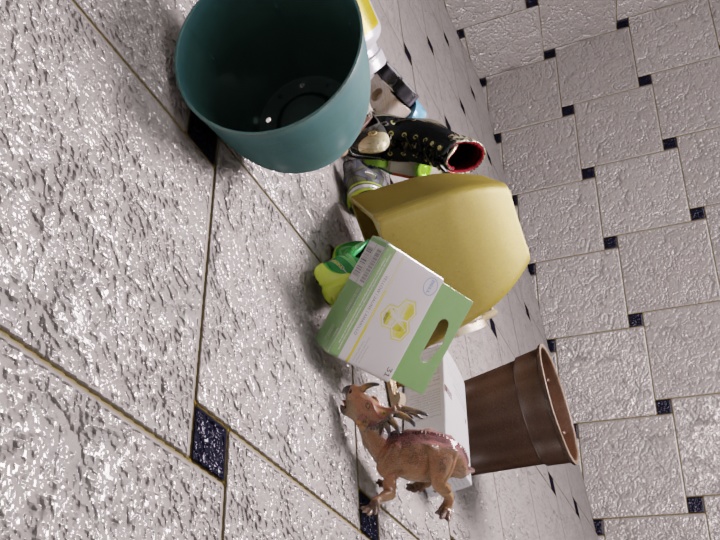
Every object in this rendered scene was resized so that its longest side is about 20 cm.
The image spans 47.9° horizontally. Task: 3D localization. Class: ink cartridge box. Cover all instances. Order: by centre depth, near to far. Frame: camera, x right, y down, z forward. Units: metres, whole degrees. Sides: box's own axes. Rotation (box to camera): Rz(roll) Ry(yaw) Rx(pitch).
[{"bbox_3d":[0.056,0.067,0.999,0.199,0.147,0.048,31,-1,-34],"label":"ink cartridge box"}]

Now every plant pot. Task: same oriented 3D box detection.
[{"bbox_3d":[-0.078,-0.198,0.875,0.161,0.197,0.204,59,18,-67],"label":"plant pot"},{"bbox_3d":[0.120,-0.040,1.146,0.194,0.198,0.198,-130,-163,-73],"label":"plant pot"},{"bbox_3d":[0.241,0.247,1.363,0.200,0.196,0.203,-18,90,-72],"label":"plant pot"}]

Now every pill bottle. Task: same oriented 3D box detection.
[{"bbox_3d":[-0.033,-0.423,1.347,0.113,0.111,0.202,-79,146,-57],"label":"pill bottle"}]

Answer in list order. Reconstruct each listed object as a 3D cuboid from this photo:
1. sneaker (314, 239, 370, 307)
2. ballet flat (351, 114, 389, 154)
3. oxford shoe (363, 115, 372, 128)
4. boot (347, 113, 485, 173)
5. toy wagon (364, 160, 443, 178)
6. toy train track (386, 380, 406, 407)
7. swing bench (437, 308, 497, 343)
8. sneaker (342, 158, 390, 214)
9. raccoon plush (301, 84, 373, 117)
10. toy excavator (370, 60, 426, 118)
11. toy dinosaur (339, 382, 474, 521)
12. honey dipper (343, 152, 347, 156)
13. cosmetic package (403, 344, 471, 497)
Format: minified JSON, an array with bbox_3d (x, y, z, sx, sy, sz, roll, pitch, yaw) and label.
[{"bbox_3d":[0.000,0.000,1.064,0.200,0.082,0.075,-52,122,-74],"label":"sneaker"},{"bbox_3d":[-0.009,-0.238,1.251,0.201,0.065,0.057,-121,-159,-47],"label":"ballet flat"},{"bbox_3d":[-0.034,-0.273,1.227,0.071,0.072,0.202,40,23,-53],"label":"oxford shoe"},{"bbox_3d":[0.083,-0.199,1.287,0.154,0.201,0.075,39,-50,56],"label":"boot"},{"bbox_3d":[0.078,-0.198,1.433,0.155,0.197,0.040,36,-55,49],"label":"toy wagon"},{"bbox_3d":[0.043,0.101,1.181,0.115,0.032,0.203,36,38,-61],"label":"toy train track"},{"bbox_3d":[0.143,0.011,1.417,0.200,0.128,0.202,-16,89,-73],"label":"swing bench"},{"bbox_3d":[0.028,-0.125,1.305,0.200,0.073,0.082,31,40,-67],"label":"sneaker"},{"bbox_3d":[-0.043,-0.282,1.162,0.134,0.096,0.201,49,26,-26],"label":"raccoon plush"},{"bbox_3d":[0.072,-0.289,1.478,0.199,0.100,0.195,32,20,-43],"label":"toy excavator"},{"bbox_3d":[0.068,0.213,0.962,0.086,0.197,0.138,-129,-127,-68],"label":"toy dinosaur"},{"bbox_3d":[-0.050,-0.181,1.179,0.200,0.037,0.039,-19,90,-74],"label":"honey dipper"},{"bbox_3d":[0.114,0.221,1.213,0.102,0.073,0.202,58,21,-35],"label":"cosmetic package"}]
